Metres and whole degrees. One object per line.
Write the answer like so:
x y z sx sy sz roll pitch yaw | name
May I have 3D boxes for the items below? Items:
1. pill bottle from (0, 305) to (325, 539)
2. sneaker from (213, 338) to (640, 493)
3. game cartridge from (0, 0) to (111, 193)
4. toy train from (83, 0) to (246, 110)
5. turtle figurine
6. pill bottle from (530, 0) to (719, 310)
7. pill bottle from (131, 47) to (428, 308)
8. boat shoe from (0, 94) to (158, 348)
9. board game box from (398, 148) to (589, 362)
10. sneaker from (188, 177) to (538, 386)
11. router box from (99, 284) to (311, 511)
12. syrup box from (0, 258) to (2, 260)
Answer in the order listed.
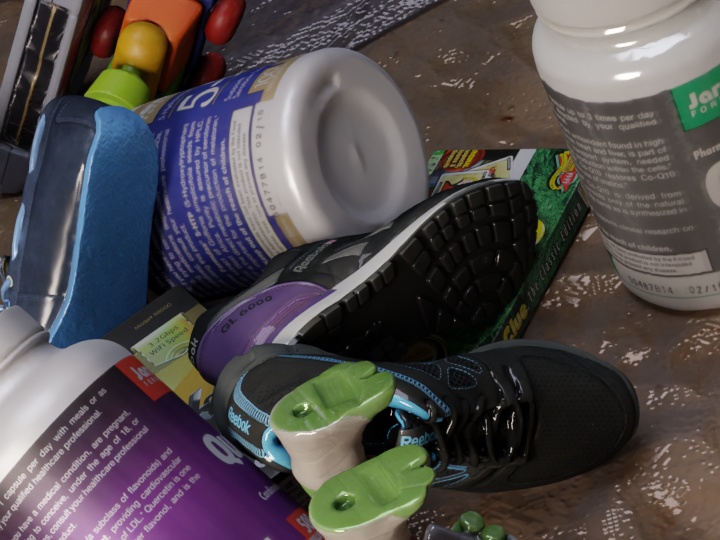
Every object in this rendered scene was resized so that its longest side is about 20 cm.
-0.105 0.109 1.166 0.112 0.200 0.112 -48 -4 -5 | pill bottle
0.036 0.075 1.190 0.200 0.073 0.082 -1 12 -13 | sneaker
-0.180 -0.157 1.594 0.041 0.200 0.133 19 45 -4 | game cartridge
-0.125 -0.134 1.527 0.085 0.200 0.116 25 60 0 | toy train
0.049 0.131 1.060 0.200 0.194 0.144 -3 38 24 | turtle figurine
0.150 -0.088 1.273 0.113 0.200 0.113 -16 36 12 | pill bottle
-0.074 -0.042 1.410 0.200 0.120 0.120 -13 35 37 | pill bottle
-0.151 0.005 1.369 0.069 0.200 0.084 27 16 40 | boat shoe
0.048 0.007 1.369 0.105 0.023 0.200 2 43 30 | board game box
0.000 0.000 1.295 0.200 0.076 0.087 -32 37 -34 | sneaker
-0.121 0.113 1.293 0.200 0.052 0.157 -37 43 -16 | router box
-0.300 -0.011 1.392 0.200 0.079 0.081 31 34 3 | syrup box
